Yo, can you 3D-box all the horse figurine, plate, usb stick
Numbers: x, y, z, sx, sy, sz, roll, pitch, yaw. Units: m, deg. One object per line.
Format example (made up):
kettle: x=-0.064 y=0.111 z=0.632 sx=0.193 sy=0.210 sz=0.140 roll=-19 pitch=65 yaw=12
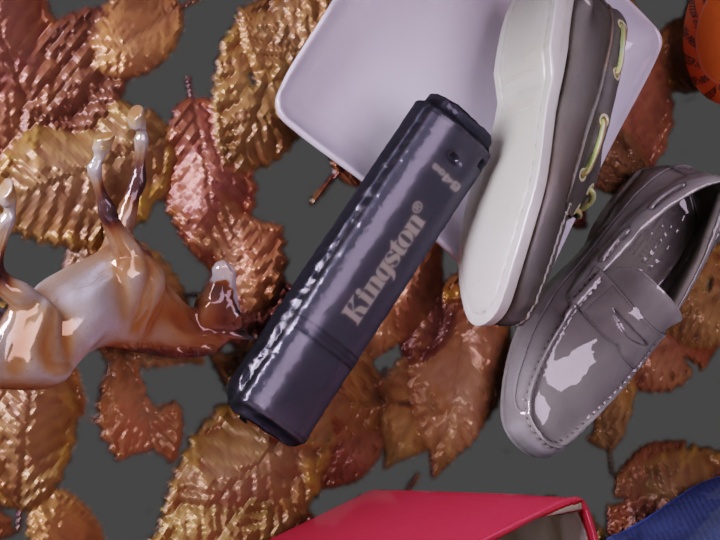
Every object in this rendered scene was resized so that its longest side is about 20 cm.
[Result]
horse figurine: x=-0.144 y=0.006 z=1.107 sx=0.200 sy=0.050 sz=0.133 roll=-28 pitch=119 yaw=-41
plate: x=0.059 y=-0.110 z=1.271 sx=0.200 sy=0.032 sz=0.200 roll=39 pitch=68 yaw=-26
usb stick: x=0.000 y=0.000 z=1.198 sx=0.055 sy=0.033 sz=0.200 roll=38 pitch=80 yaw=-26

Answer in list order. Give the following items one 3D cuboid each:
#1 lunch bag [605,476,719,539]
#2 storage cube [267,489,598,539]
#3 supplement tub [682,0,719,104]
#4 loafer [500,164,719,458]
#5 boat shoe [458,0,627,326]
lunch bag: x=0.212 y=0.204 z=1.291 sx=0.200 sy=0.136 sz=0.132 roll=-23 pitch=100 yaw=-34
storage cube: x=0.014 y=0.216 z=1.129 sx=0.200 sy=0.180 sz=0.171 roll=-23 pitch=99 yaw=-32
supplement tub: x=0.300 y=-0.133 z=1.383 sx=0.200 sy=0.123 sz=0.123 roll=7 pitch=83 yaw=-34
loafer: x=0.145 y=0.019 z=1.297 sx=0.070 sy=0.070 sz=0.200 roll=42 pitch=65 yaw=-25
boat shoe: x=0.102 y=-0.061 z=1.235 sx=0.060 sy=0.072 sz=0.202 roll=20 pitch=72 yaw=-27
